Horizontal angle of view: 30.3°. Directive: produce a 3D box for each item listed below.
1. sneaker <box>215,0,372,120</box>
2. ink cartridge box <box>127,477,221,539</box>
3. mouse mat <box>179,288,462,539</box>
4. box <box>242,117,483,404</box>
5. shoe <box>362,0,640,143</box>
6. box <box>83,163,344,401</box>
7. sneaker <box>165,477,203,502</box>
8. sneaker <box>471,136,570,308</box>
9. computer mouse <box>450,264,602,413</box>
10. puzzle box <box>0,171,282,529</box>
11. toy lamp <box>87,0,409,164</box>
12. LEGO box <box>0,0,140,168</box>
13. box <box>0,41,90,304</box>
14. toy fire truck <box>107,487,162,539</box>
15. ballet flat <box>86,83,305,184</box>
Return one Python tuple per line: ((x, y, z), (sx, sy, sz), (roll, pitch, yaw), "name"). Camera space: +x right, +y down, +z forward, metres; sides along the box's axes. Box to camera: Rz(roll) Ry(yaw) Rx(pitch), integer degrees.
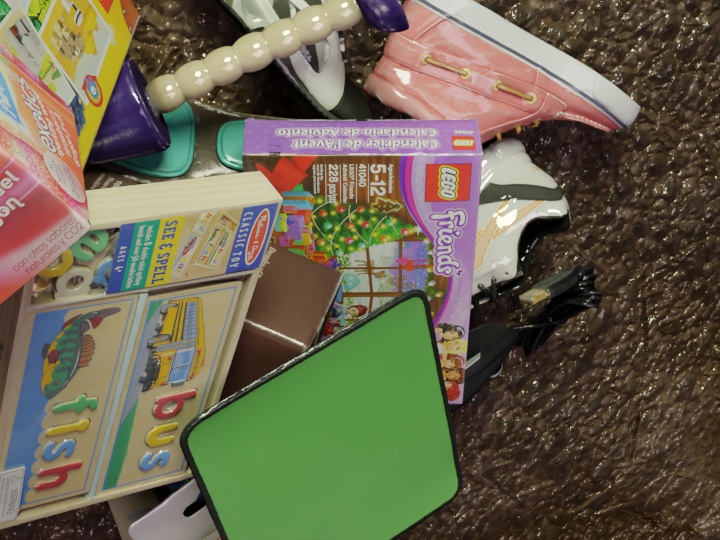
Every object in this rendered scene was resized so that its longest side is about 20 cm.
((-0.034, -0.165, 0.807), (0.088, 0.074, 0.200), (-42, 127, -3), "sneaker")
((-0.054, 0.216, 0.876), (0.117, 0.067, 0.201), (-35, 123, -9), "ink cartridge box")
((-0.014, 0.114, 0.780), (0.160, 0.008, 0.201), (-30, 137, -16), "mouse mat")
((0.000, 0.000, 0.812), (0.135, 0.039, 0.201), (-1, 130, -1), "box")
((0.097, -0.120, 0.911), (0.199, 0.072, 0.091), (23, 104, -30), "shoe")
((-0.120, 0.015, 0.774), (0.199, 0.075, 0.101), (25, 133, 4), "box")
((-0.127, 0.091, 0.863), (0.199, 0.076, 0.106), (14, 63, -35), "sneaker")
((0.066, 0.002, 0.936), (0.200, 0.080, 0.074), (-49, 160, 4), "sneaker")
((0.089, 0.061, 0.953), (0.199, 0.046, 0.141), (-18, 161, -30), "computer mouse")
((-0.122, 0.043, 0.672), (0.132, 0.025, 0.201), (-11, 135, -36), "puzzle box")
((-0.072, -0.117, 0.747), (0.199, 0.058, 0.058), (-26, 126, 4), "toy lamp")
((-0.198, -0.117, 0.661), (0.077, 0.201, 0.149), (-16, 130, 21), "LEGO box")
((-0.214, -0.011, 0.533), (0.199, 0.103, 0.095), (-37, 125, 10), "box")
((-0.091, 0.192, 0.948), (0.175, 0.129, 0.201), (-35, 136, -9), "toy fire truck")
((-0.102, -0.068, 0.819), (0.198, 0.067, 0.069), (13, 65, -11), "ballet flat")
